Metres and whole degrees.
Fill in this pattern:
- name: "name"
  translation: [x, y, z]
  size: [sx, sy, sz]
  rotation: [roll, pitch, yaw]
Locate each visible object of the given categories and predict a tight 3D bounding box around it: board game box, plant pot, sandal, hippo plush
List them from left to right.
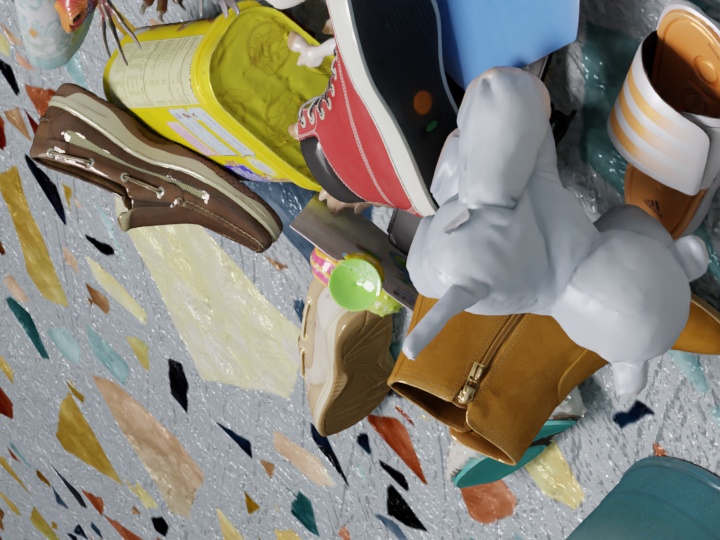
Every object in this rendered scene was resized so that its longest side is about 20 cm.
- name: "board game box"
  translation: [0.082, -0.200, 1.360]
  size: [0.200, 0.039, 0.159]
  rotation: [-23, 88, 63]
- name: "hippo plush"
  translation: [0.122, -0.024, 1.320]
  size: [0.160, 0.160, 0.200]
  rotation: [18, -167, -4]
- name: "plant pot"
  translation: [0.193, 0.264, 1.584]
  size: [0.200, 0.188, 0.201]
  rotation: [40, 151, 28]
- name: "sandal"
  translation: [0.180, -0.070, 1.337]
  size: [0.079, 0.059, 0.207]
  rotation: [42, 152, 22]

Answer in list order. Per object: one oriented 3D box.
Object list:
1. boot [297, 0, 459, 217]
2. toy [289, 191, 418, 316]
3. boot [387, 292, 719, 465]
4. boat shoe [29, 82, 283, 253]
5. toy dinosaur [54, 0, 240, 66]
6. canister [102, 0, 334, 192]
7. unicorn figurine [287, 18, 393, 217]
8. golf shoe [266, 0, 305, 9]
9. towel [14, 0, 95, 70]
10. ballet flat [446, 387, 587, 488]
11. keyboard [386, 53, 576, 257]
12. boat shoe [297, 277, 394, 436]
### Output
- name: "boot"
  translation: [-0.009, -0.127, 1.438]
  size: [0.144, 0.072, 0.201]
  rotation: [12, 129, 51]
- name: "toy"
  translation: [0.000, 0.000, 1.597]
  size: [0.115, 0.047, 0.200]
  rotation: [34, -172, -1]
- name: "boot"
  translation: [0.126, 0.060, 1.425]
  size: [0.200, 0.145, 0.071]
  rotation: [23, 160, -2]
- name: "boat shoe"
  translation: [-0.159, -0.059, 1.719]
  size: [0.202, 0.075, 0.075]
  rotation: [30, 168, 4]
- name: "toy dinosaur"
  translation: [-0.171, -0.218, 1.585]
  size: [0.200, 0.105, 0.181]
  rotation: [54, -163, 17]
- name: "canister"
  translation: [-0.093, -0.125, 1.678]
  size: [0.148, 0.087, 0.200]
  rotation: [39, 164, -26]
- name: "unicorn figurine"
  translation: [0.007, -0.137, 1.533]
  size: [0.137, 0.074, 0.201]
  rotation: [5, 117, 47]
- name: "golf shoe"
  translation: [-0.060, -0.237, 1.507]
  size: [0.073, 0.092, 0.200]
  rotation: [42, 154, 18]
- name: "towel"
  translation: [-0.210, -0.268, 1.581]
  size: [0.048, 0.201, 0.172]
  rotation: [5, 148, 8]
- name: "ballet flat"
  translation: [0.114, 0.107, 1.686]
  size: [0.072, 0.072, 0.200]
  rotation: [52, 153, 4]
- name: "keyboard"
  translation: [0.086, -0.078, 1.477]
  size: [0.104, 0.040, 0.201]
  rotation: [37, 129, 25]
- name: "boat shoe"
  translation: [-0.016, 0.063, 1.843]
  size: [0.069, 0.073, 0.200]
  rotation: [55, 156, 25]
